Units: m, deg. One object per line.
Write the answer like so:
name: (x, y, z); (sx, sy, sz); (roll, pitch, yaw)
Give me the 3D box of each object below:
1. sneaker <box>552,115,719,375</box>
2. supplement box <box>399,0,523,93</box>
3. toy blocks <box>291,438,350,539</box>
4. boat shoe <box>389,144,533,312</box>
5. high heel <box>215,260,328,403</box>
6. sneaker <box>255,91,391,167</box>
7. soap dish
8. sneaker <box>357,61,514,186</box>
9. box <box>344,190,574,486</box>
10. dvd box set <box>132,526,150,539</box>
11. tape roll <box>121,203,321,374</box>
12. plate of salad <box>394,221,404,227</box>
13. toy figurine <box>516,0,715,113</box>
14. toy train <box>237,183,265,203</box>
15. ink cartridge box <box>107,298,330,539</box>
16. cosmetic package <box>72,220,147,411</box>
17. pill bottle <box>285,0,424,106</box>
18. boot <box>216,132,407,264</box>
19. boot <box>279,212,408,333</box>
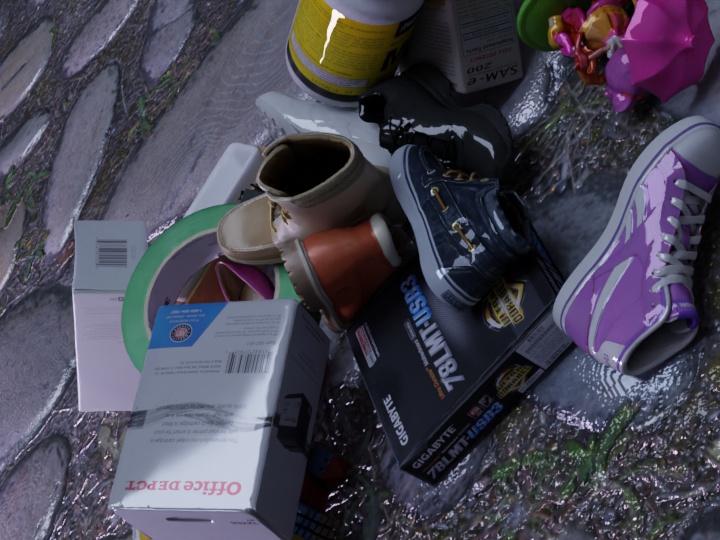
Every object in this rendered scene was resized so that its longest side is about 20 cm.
sneaker: (0.238, -0.012, 1.158); (0.201, 0.073, 0.114); (-62, 35, 12)
supplement box: (0.084, -0.281, 1.480); (0.073, 0.200, 0.126); (-19, 23, -23)
toy blocks: (-0.080, 0.218, 1.381); (0.137, 0.100, 0.200); (26, 84, 46)
boat shoe: (0.090, -0.057, 1.315); (0.091, 0.071, 0.200); (-39, 40, 21)
high heel: (-0.092, 0.065, 1.506); (0.067, 0.096, 0.200); (-43, 35, 22)
sneaker: (-0.024, -0.132, 1.528); (0.200, 0.076, 0.081); (36, 78, 32)
soap dish: (-0.142, -0.038, 1.654); (0.200, 0.081, 0.157); (-60, 17, -3)
sneaker: (0.069, -0.125, 1.428); (0.091, 0.076, 0.200); (-20, 35, -24)
box: (0.086, 0.050, 1.326); (0.199, 0.050, 0.200); (-46, 33, 17)
dvd box set: (-0.158, 0.188, 1.535); (0.200, 0.029, 0.146); (-49, 23, 14)
tape roll: (-0.136, 0.034, 1.495); (0.200, 0.048, 0.201); (-10, 63, 21)
plate of salad: (-0.004, -0.085, 1.565); (0.200, 0.048, 0.200); (-35, 38, 33)
toy figurine: (0.222, -0.209, 1.310); (0.200, 0.150, 0.184); (-60, 34, 40)
toy train: (-0.043, -0.052, 1.514); (0.200, 0.046, 0.034); (17, 83, 38)
ink cartridge box: (-0.121, 0.133, 1.350); (0.145, 0.084, 0.200); (-3, 59, 24)
cosmetic package: (-0.273, 0.052, 1.686); (0.113, 0.081, 0.200); (-99, 13, -46)
pill bottle: (0.000, -0.253, 1.447); (0.200, 0.114, 0.114); (115, 169, -60)
boot: (-0.066, -0.064, 1.385); (0.200, 0.155, 0.073); (-12, 75, 21)
boot: (0.000, 0.000, 1.411); (0.107, 0.200, 0.075); (-25, 78, 3)
